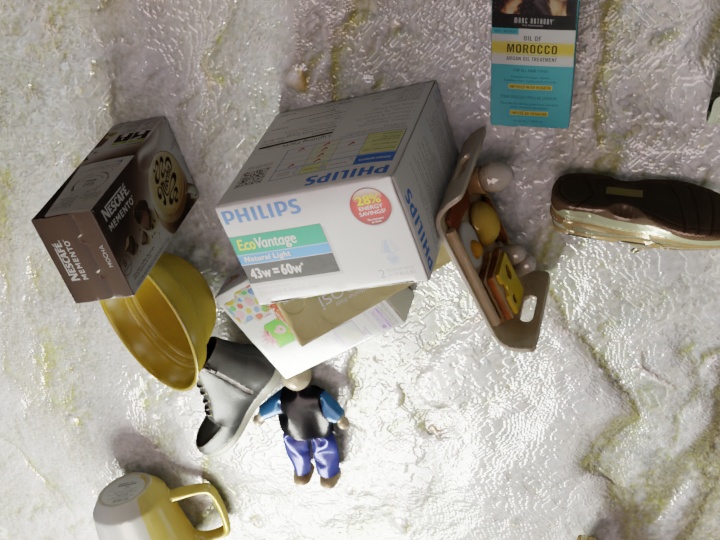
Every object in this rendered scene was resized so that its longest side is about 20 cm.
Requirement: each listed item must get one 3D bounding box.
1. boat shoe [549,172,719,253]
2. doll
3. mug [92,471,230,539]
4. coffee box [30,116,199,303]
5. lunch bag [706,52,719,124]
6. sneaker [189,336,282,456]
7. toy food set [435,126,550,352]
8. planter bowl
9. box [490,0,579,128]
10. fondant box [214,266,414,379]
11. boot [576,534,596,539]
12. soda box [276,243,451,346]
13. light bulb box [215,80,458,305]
[{"bbox_3d":[0.298,-0.051,1.150,0.198,0.072,0.077,14,143,17],"label":"boat shoe"},{"bbox_3d":[-0.077,0.203,1.460,0.135,0.049,0.202,4,127,14],"label":"doll"},{"bbox_3d":[-0.308,0.376,1.631,0.149,0.186,0.155,12,127,52],"label":"mug"},{"bbox_3d":[-0.267,-0.070,1.225,0.079,0.201,0.114,-6,123,22],"label":"coffee box"},{"bbox_3d":[0.404,-0.195,0.971,0.162,0.118,0.202,9,133,12],"label":"lunch bag"},{"bbox_3d":[-0.191,0.158,1.432,0.105,0.075,0.201,20,122,-27],"label":"sneaker"},{"bbox_3d":[0.149,-0.032,1.154,0.060,0.144,0.201,-16,119,27],"label":"toy food set"},{"bbox_3d":[-0.236,0.042,1.353,0.200,0.083,0.202,33,142,30],"label":"planter bowl"},{"bbox_3d":[0.165,-0.228,1.039,0.081,0.050,0.201,4,138,10],"label":"box"},{"bbox_3d":[-0.056,0.032,1.324,0.199,0.058,0.145,-28,113,31],"label":"fondant box"},{"bbox_3d":[0.365,0.429,1.466,0.154,0.073,0.202,-2,126,20],"label":"boot"},{"bbox_3d":[0.000,0.000,1.212,0.199,0.064,0.068,-30,110,-4],"label":"soda box"},{"bbox_3d":[-0.014,-0.081,1.135,0.196,0.201,0.126,-8,122,23],"label":"light bulb box"}]
